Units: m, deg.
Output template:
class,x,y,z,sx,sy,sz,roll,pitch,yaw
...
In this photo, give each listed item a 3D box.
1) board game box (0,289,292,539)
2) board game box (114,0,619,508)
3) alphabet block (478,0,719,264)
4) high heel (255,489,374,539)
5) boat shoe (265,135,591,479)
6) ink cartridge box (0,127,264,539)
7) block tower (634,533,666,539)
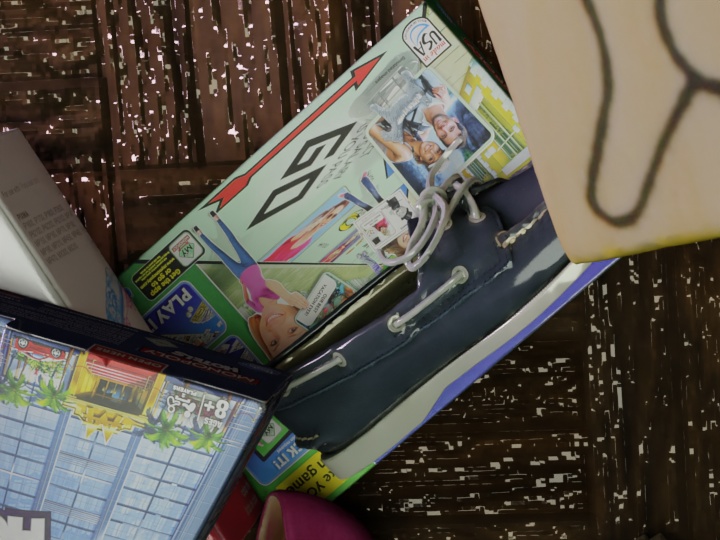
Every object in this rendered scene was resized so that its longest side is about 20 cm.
class,x,y,z,sx,sy,sz,roll,pitch,yaw
board game box,-0.148,0.111,0.943,0.200,0.062,0.200,15,100,6
board game box,0.000,0.000,1.030,0.200,0.029,0.135,-41,91,14
alphabet block,0.163,-0.135,0.857,0.195,0.196,0.200,-10,101,48
high heel,-0.044,0.193,1.004,0.067,0.200,0.096,-4,147,46
boat shoe,0.037,-0.001,0.973,0.062,0.075,0.200,41,114,-11
ink cartridge box,-0.156,0.062,1.010,0.148,0.086,0.200,-31,91,13
block tower,0.064,0.191,1.041,0.200,0.054,0.058,-36,92,15
